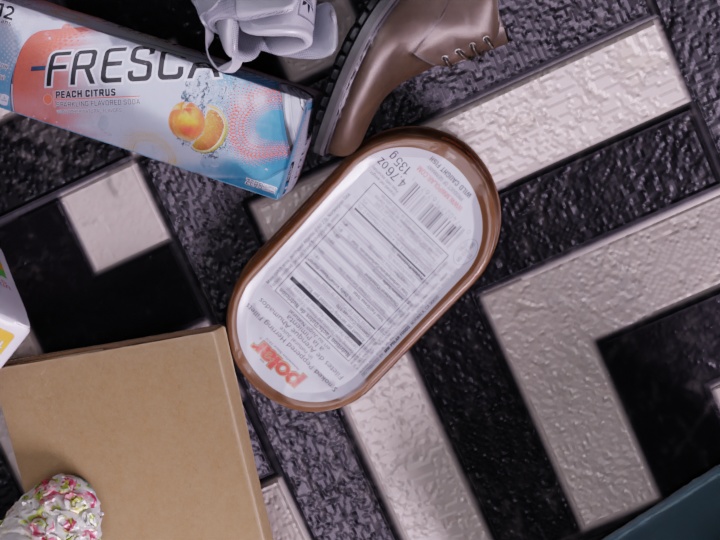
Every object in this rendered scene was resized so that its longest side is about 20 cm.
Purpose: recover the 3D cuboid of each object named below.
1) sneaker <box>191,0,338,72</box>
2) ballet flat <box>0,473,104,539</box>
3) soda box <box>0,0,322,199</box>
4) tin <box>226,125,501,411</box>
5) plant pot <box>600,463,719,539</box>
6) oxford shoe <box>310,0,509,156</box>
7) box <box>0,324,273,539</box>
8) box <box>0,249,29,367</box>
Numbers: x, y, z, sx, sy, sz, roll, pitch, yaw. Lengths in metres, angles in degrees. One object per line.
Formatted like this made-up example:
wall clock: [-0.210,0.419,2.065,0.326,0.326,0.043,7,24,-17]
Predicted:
sneaker: [-0.019,-0.193,0.888,0.198,0.075,0.116,-24,67,14]
ballet flat: [-0.232,0.217,0.998,0.075,0.064,0.201,38,111,4]
soda box: [-0.127,-0.106,0.937,0.198,0.068,0.064,18,102,3]
tin: [0.000,0.000,0.963,0.112,0.042,0.200,44,102,1]
plant pot: [0.215,0.273,0.919,0.195,0.197,0.201,-33,104,10]
oxford shoe: [0.042,-0.141,0.914,0.084,0.073,0.201,35,103,-5]
box: [-0.139,0.144,0.997,0.161,0.021,0.203,-10,99,18]
box: [-0.310,0.059,0.949,0.112,0.102,0.200,31,105,-40]
